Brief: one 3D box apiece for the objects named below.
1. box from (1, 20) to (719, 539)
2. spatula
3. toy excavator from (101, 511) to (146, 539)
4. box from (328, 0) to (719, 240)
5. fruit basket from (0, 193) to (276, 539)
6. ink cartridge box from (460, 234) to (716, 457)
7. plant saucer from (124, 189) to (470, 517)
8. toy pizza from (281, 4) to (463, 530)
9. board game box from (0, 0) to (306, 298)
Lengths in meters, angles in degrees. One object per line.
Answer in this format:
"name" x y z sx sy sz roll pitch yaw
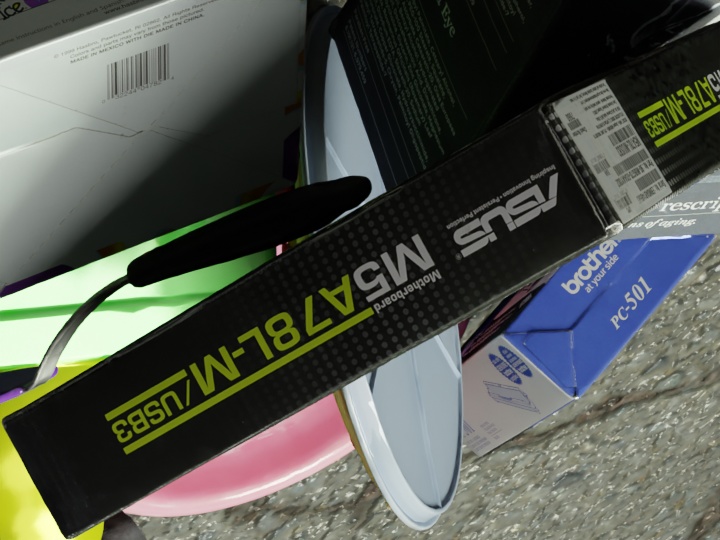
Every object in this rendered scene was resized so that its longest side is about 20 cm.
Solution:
"box" 0.017 -0.002 0.857 0.193 0.048 0.200 -33 178 23
"spatula" -0.079 0.013 0.887 0.200 0.021 0.056 -28 180 27
"toy excavator" -0.192 0.185 1.243 0.100 0.194 0.201 -30 131 -49
"box" 0.119 -0.102 0.986 0.199 0.104 0.182 -4 148 -25
"fruit basket" -0.134 0.011 1.033 0.215 0.155 0.216 -21 132 -25
"ink cartridge box" 0.085 0.023 1.241 0.094 0.044 0.200 -48 179 -14
"plant saucer" -0.046 0.024 1.229 0.200 0.051 0.201 -22 146 -16
"toy pizza" 0.000 0.000 1.080 0.032 0.201 0.200 -10 151 13
"board game box" -0.107 -0.109 0.854 0.105 0.200 0.103 -21 147 -18
